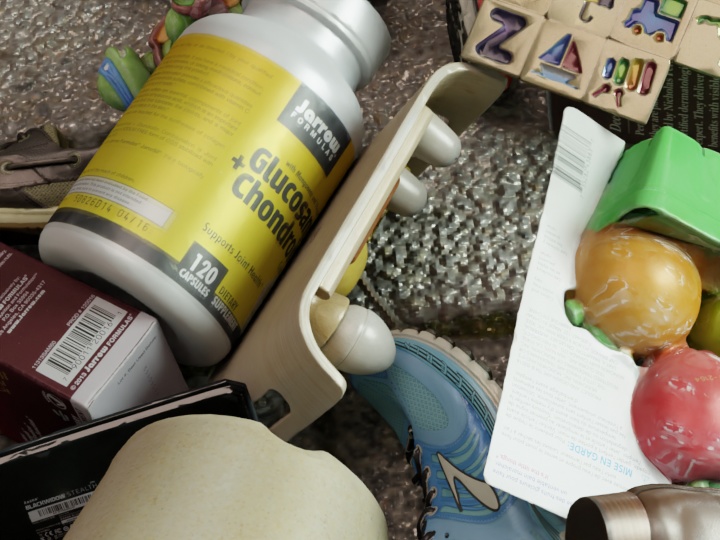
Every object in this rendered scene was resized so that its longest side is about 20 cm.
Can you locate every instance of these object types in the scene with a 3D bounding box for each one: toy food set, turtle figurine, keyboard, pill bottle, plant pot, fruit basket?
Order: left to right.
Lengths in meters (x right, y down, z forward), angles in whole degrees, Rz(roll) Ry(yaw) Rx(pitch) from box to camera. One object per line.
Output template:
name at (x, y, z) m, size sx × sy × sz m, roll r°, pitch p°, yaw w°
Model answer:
keyboard at (-0.140, 0.115, 0.843) m, size 0.200 × 0.104 × 0.040 m, roll -17°, pitch 30°, yaw -2°
plant pot at (-0.074, 0.171, 0.739) m, size 0.200 × 0.201 × 0.184 m, roll 7°, pitch 47°, yaw 15°
turtle figurine at (-0.084, -0.188, 1.020) m, size 0.194 × 0.144 × 0.200 m, roll -22°, pitch 57°, yaw -11°
pill bottle at (-0.068, -0.059, 0.890) m, size 0.112 × 0.112 × 0.200 m, roll 23°, pitch 69°, yaw 25°
toy food set at (0.000, 0.000, 0.875) m, size 0.060 × 0.144 × 0.200 m, roll 35°, pitch 59°, yaw -7°
fruit basket at (0.149, 0.044, 0.816) m, size 0.185 × 0.094 × 0.200 m, roll 25°, pitch 66°, yaw -19°

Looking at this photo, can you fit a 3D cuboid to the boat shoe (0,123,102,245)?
boat shoe at (-0.173, -0.049, 0.970) m, size 0.200 × 0.073 × 0.065 m, roll -1°, pitch 84°, yaw -1°

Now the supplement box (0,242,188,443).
supplement box at (-0.185, 0.037, 0.896) m, size 0.200 × 0.109 × 0.061 m, roll 24°, pitch 62°, yaw 26°

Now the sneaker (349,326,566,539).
sneaker at (0.048, 0.108, 0.822) m, size 0.090 × 0.078 × 0.200 m, roll -34°, pitch 55°, yaw -10°

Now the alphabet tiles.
alphabet tiles at (0.131, -0.179, 0.846) m, size 0.166 × 0.006 × 0.200 m, roll 22°, pitch 87°, yaw 18°

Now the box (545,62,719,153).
box at (0.213, -0.170, 0.937) m, size 0.200 × 0.164 × 0.166 m, roll 11°, pitch 58°, yaw 18°

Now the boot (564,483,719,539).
boot at (0.191, 0.175, 0.755) m, size 0.200 × 0.064 × 0.187 m, roll -3°, pitch 94°, yaw -22°

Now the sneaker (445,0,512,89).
sneaker at (0.095, -0.188, 1.030) m, size 0.085 × 0.077 × 0.200 m, roll 3°, pitch 55°, yaw 6°
